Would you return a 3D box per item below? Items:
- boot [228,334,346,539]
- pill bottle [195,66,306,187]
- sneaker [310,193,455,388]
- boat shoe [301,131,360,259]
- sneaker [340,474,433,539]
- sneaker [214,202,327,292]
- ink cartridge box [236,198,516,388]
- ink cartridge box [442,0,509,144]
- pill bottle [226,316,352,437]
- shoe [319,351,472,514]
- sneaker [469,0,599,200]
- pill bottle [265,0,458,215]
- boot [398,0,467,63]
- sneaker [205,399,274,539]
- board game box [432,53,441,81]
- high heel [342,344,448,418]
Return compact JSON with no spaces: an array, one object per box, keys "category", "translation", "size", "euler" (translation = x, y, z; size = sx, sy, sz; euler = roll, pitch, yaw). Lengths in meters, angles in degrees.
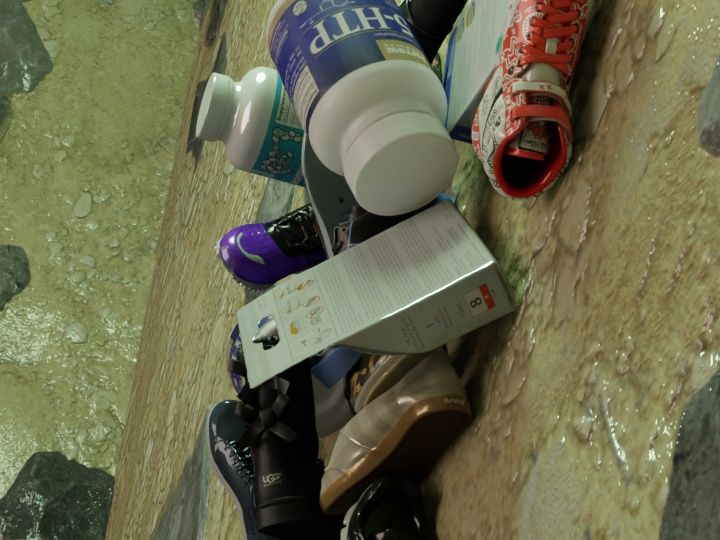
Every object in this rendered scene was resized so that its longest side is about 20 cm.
[{"category":"boot","translation":[-0.058,0.151,1.256],"size":[0.198,0.073,0.164],"euler":[55,-155,-69]},{"category":"pill bottle","translation":[-0.068,-0.146,1.514],"size":[0.111,0.199,0.112],"euler":[-166,90,-77]},{"category":"sneaker","translation":[0.000,0.000,1.237],"size":[0.201,0.078,0.070],"euler":[-58,6,-13]},{"category":"boat shoe","translation":[-0.018,-0.064,1.384],"size":[0.091,0.070,0.202],"euler":[-135,34,-78]},{"category":"sneaker","translation":[0.015,0.233,1.064],"size":[0.088,0.073,0.201],"euler":[109,171,-45]},{"category":"sneaker","translation":[-0.058,-0.039,1.455],"size":[0.100,0.200,0.070],"euler":[-44,70,31]},{"category":"ink cartridge box","translation":[0.007,0.030,1.103],"size":[0.199,0.050,0.162],"euler":[-29,21,2]},{"category":"ink cartridge box","translation":[0.111,-0.185,1.168],"size":[0.200,0.042,0.120],"euler":[129,152,-61]},{"category":"pill bottle","translation":[-0.070,0.089,1.424],"size":[0.200,0.119,0.121],"euler":[-162,86,-76]},{"category":"shoe","translation":[0.024,0.133,1.133],"size":[0.200,0.070,0.054],"euler":[-49,47,44]},{"category":"sneaker","translation":[0.132,-0.147,1.006],"size":[0.108,0.067,0.202],"euler":[-98,23,-55]},{"category":"pill bottle","translation":[0.004,-0.147,1.202],"size":[0.201,0.119,0.120],"euler":[65,143,37]},{"category":"boot","translation":[0.070,-0.234,1.288],"size":[0.200,0.065,0.166],"euler":[-38,27,61]},{"category":"sneaker","translation":[-0.090,0.194,1.426],"size":[0.203,0.076,0.146],"euler":[66,154,24]},{"category":"board game box","translation":[0.052,-0.120,1.383],"size":[0.201,0.023,0.105],"euler":[-91,19,-47]},{"category":"high heel","translation":[0.025,0.067,1.200],"size":[0.143,0.071,0.201],"euler":[-91,16,-45]}]
